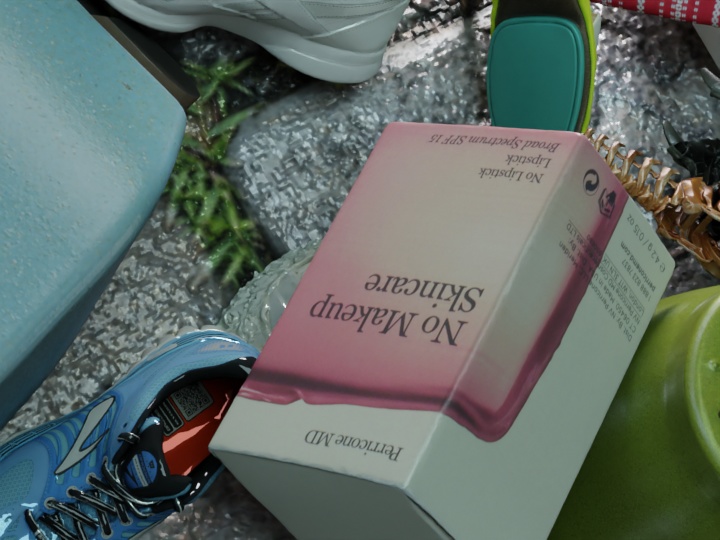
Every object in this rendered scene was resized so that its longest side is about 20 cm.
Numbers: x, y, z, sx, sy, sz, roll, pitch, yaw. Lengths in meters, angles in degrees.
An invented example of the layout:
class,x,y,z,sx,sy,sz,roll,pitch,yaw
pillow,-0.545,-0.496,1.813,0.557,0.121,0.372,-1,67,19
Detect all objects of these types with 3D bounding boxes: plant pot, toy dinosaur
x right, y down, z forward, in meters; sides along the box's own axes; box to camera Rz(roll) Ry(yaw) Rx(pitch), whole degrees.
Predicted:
class,x,y,z,sx,sy,sz,roll,pitch,yaw
plant pot,-0.199,-0.036,1.056,0.196,0.196,0.200,44,59,2
toy dinosaur,0.213,-0.038,1.192,0.200,0.102,0.136,37,39,-30
plant pot,0.185,0.089,1.120,0.200,0.193,0.201,6,68,-15

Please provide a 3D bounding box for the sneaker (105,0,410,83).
class,x,y,z,sx,sy,sz,roll,pitch,yaw
sneaker,-0.062,-0.169,1.176,0.200,0.100,0.075,13,39,-27

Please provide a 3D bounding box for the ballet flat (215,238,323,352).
class,x,y,z,sx,sy,sz,roll,pitch,yaw
ballet flat,0.000,0.000,1.167,0.200,0.072,0.072,-37,84,-25

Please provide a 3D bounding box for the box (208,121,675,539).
class,x,y,z,sx,sy,sz,roll,pitch,yaw
box,0.042,0.040,1.061,0.109,0.128,0.200,50,58,-40

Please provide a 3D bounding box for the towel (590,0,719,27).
class,x,y,z,sx,sy,sz,roll,pitch,yaw
towel,0.156,-0.217,1.237,0.200,0.022,0.145,14,97,22

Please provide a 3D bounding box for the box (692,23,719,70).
class,x,y,z,sx,sy,sz,roll,pitch,yaw
box,0.256,-0.178,1.286,0.112,0.101,0.200,-22,78,-30

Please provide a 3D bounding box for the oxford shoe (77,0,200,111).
class,x,y,z,sx,sy,sz,roll,pitch,yaw
oxford shoe,-0.177,-0.136,1.166,0.071,0.071,0.200,-46,75,12

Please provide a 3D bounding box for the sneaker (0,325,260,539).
class,x,y,z,sx,sy,sz,roll,pitch,yaw
sneaker,-0.122,0.096,1.064,0.200,0.090,0.078,-43,103,-16

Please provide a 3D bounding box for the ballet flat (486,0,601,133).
class,x,y,z,sx,sy,sz,roll,pitch,yaw
ballet flat,0.104,-0.151,1.218,0.067,0.067,0.200,-38,128,-49
